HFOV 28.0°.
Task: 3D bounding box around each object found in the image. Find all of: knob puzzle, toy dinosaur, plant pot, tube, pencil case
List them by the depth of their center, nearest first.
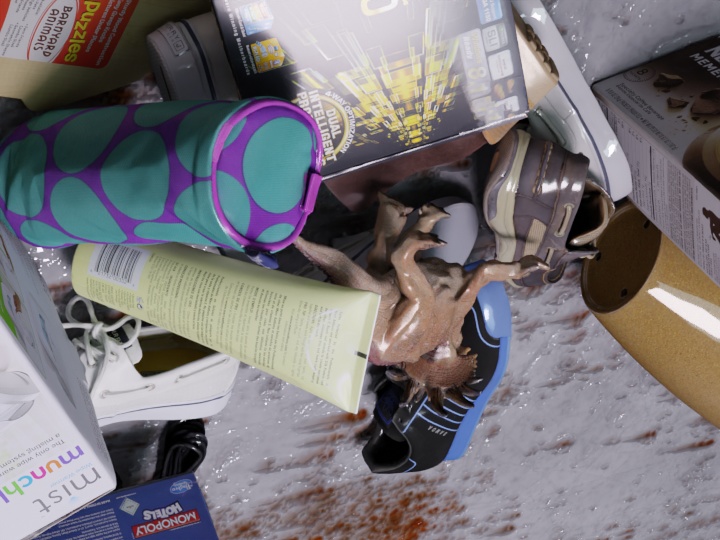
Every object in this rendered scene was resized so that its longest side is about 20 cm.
[{"bbox_3d":[-0.149,-0.172,0.798,0.218,0.031,0.220,-22,146,-16],"label":"knob puzzle"},{"bbox_3d":[-0.115,-0.050,0.801,0.092,0.199,0.086,35,66,-45],"label":"pencil case"},{"bbox_3d":[-0.083,0.022,0.885,0.052,0.199,0.058,-61,157,-27],"label":"tube"},{"bbox_3d":[0.031,0.032,0.923,0.199,0.086,0.136,8,112,-48],"label":"toy dinosaur"},{"bbox_3d":[0.274,0.025,1.106,0.199,0.187,0.187,24,112,-26],"label":"plant pot"}]

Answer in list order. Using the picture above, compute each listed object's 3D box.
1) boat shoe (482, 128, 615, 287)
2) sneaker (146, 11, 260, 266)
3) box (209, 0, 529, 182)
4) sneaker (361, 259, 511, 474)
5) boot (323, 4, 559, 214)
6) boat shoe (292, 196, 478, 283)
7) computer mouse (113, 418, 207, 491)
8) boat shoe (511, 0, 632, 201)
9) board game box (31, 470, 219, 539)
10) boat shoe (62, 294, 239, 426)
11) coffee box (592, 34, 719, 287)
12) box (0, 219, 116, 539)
[{"bbox_3d":[0.132,-0.030,0.982,0.200,0.073,0.075,50,55,-69],"label":"boat shoe"},{"bbox_3d":[-0.073,-0.072,0.887,0.070,0.073,0.201,-23,140,-12],"label":"sneaker"},{"bbox_3d":[-0.002,-0.154,0.789,0.160,0.049,0.201,-18,124,-5],"label":"box"},{"bbox_3d":[0.054,0.081,1.081,0.077,0.070,0.201,-13,135,-28],"label":"sneaker"},{"bbox_3d":[0.007,-0.143,0.880,0.166,0.073,0.201,-29,112,20],"label":"boot"},{"bbox_3d":[0.000,0.000,0.991,0.200,0.070,0.071,-37,138,-34],"label":"boat shoe"},{"bbox_3d":[-0.198,0.151,1.017,0.199,0.046,0.141,9,121,-34],"label":"computer mouse"},{"bbox_3d":[0.122,-0.110,0.973,0.065,0.072,0.200,-33,133,5],"label":"boat shoe"},{"bbox_3d":[-0.215,0.237,1.023,0.198,0.062,0.200,-12,148,-24],"label":"board game box"},{"bbox_3d":[-0.164,0.058,0.940,0.200,0.075,0.087,-2,132,-31],"label":"boat shoe"},{"bbox_3d":[0.256,-0.070,0.988,0.112,0.200,0.080,-22,130,-11],"label":"coffee box"},{"bbox_3d":[-0.229,0.023,0.794,0.096,0.200,0.177,-28,135,-5],"label":"box"}]
